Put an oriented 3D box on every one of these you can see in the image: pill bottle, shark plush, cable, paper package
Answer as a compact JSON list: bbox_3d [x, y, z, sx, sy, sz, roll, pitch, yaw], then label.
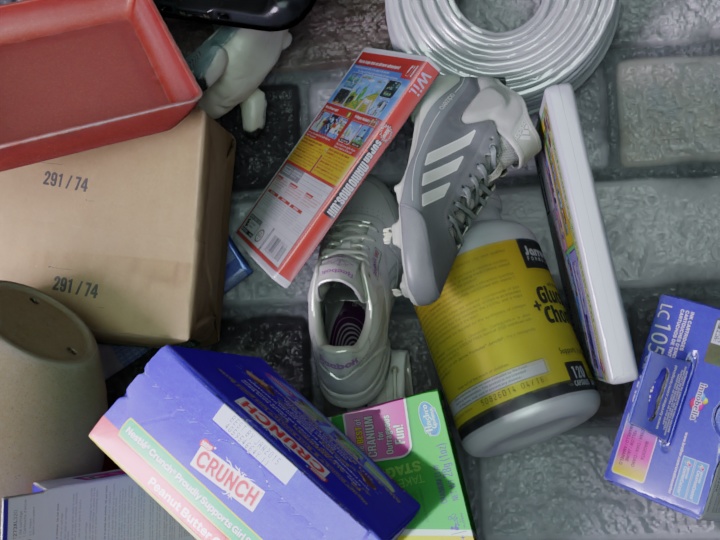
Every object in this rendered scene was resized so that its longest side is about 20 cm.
[{"bbox_3d":[0.101,0.033,0.767,0.110,0.112,0.203,-20,71,4],"label":"pill bottle"},{"bbox_3d":[-0.109,-0.213,0.844,0.083,0.090,0.203,25,94,38],"label":"shark plush"},{"bbox_3d":[0.116,-0.227,0.815,0.196,0.069,0.204,9,87,7],"label":"cable"},{"bbox_3d":[-0.211,-0.038,0.797,0.196,0.103,0.195,4,87,5],"label":"paper package"}]

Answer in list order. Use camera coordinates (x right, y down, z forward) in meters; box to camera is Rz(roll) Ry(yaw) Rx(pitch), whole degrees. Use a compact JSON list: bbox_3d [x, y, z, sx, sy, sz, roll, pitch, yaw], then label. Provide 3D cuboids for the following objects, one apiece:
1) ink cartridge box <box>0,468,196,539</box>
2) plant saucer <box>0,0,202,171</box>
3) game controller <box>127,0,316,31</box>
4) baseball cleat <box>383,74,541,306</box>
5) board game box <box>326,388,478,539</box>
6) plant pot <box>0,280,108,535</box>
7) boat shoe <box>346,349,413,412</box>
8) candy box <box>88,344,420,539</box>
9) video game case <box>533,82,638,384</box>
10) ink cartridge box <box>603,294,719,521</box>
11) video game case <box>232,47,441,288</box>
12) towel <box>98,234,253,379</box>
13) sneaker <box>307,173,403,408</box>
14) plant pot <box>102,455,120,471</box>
[{"bbox_3d":[-0.166,0.184,0.654,0.037,0.199,0.097,-1,86,30],"label":"ink cartridge box"},{"bbox_3d":[-0.236,-0.143,0.740,0.197,0.037,0.201,-17,45,-16],"label":"plant saucer"},{"bbox_3d":[-0.115,-0.252,0.825,0.197,0.042,0.106,14,76,27],"label":"game controller"},{"bbox_3d":[0.078,-0.069,0.716,0.104,0.070,0.203,-3,59,17],"label":"baseball cleat"},{"bbox_3d":[-0.016,0.189,0.743,0.197,0.040,0.156,-16,79,7],"label":"board game box"},{"bbox_3d":[-0.254,0.088,0.679,0.199,0.200,0.136,36,105,8],"label":"plant pot"},{"bbox_3d":[0.038,0.163,0.796,0.069,0.071,0.204,-14,78,8],"label":"boat shoe"},{"bbox_3d":[-0.054,0.131,0.635,0.169,0.200,0.077,40,90,13],"label":"candy box"},{"bbox_3d":[0.163,-0.019,0.736,0.022,0.182,0.204,-12,84,6],"label":"video game case"},{"bbox_3d":[0.245,0.101,0.705,0.075,0.199,0.139,17,86,32],"label":"ink cartridge box"},{"bbox_3d":[-0.025,-0.089,0.791,0.017,0.143,0.201,35,91,-25],"label":"video game case"},{"bbox_3d":[-0.210,-0.001,0.857,0.198,0.024,0.148,-34,84,3],"label":"towel"},{"bbox_3d":[0.000,0.000,0.778,0.073,0.100,0.203,-2,60,9],"label":"sneaker"},{"bbox_3d":[-0.273,0.242,0.769,0.199,0.200,0.177,37,104,7],"label":"plant pot"}]
